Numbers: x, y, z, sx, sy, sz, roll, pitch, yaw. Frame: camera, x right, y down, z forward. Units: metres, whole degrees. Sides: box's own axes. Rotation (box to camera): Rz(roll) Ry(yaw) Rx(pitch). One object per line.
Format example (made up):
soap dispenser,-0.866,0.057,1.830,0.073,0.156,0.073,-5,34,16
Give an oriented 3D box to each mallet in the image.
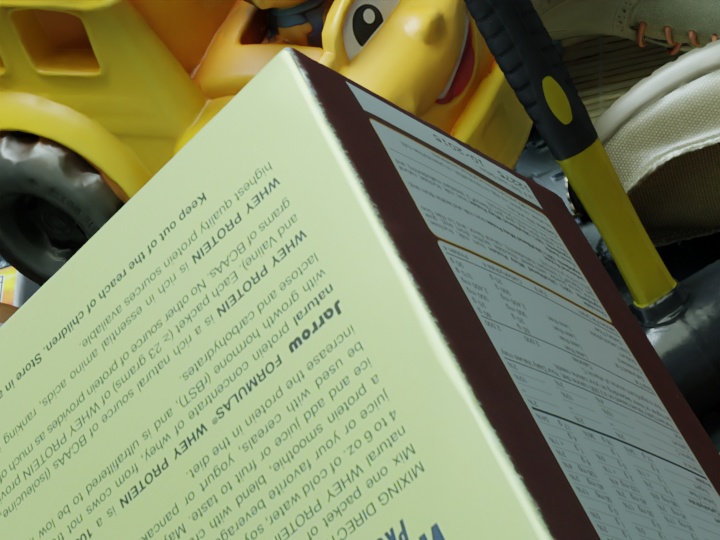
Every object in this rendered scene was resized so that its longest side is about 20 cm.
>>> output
mallet,0.079,-0.038,0.684,0.066,0.200,0.041,-28,24,-9

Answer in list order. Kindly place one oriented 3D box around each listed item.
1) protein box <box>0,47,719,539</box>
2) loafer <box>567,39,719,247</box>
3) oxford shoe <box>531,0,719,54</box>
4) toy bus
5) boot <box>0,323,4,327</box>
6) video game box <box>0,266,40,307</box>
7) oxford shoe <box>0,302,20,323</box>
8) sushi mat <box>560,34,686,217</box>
protein box,-0.008,0.093,0.582,0.199,0.135,0.200,-43,52,20
loafer,0.167,-0.043,0.721,0.200,0.076,0.067,-17,60,13
oxford shoe,0.117,-0.102,0.778,0.200,0.071,0.074,-19,87,13
toy bus,-0.060,-0.098,0.701,0.200,0.192,0.136,5,45,32
boot,-0.156,-0.001,0.685,0.200,0.070,0.132,-7,69,-17
video game box,-0.211,0.099,0.799,0.200,0.047,0.182,-15,49,13
oxford shoe,-0.160,0.087,0.709,0.071,0.071,0.200,16,59,27
sushi mat,0.171,-0.077,0.797,0.200,0.012,0.096,-13,47,15
